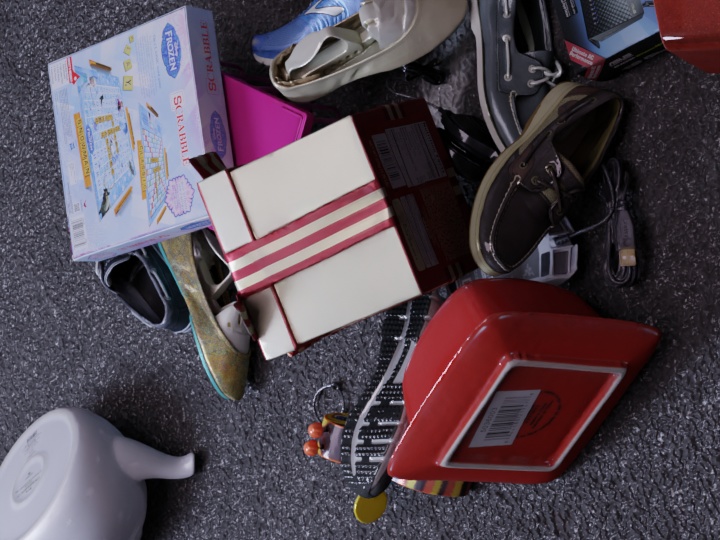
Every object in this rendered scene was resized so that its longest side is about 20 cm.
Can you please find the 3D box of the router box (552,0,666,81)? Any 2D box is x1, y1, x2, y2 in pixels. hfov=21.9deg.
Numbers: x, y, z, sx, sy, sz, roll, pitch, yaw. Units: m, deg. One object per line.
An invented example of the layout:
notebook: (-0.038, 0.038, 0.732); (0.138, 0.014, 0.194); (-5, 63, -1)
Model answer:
router box: (0.228, -0.282, 1.576); (0.149, 0.062, 0.202); (-25, 75, 35)

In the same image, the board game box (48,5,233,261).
board game box: (-0.210, -0.127, 1.783); (0.198, 0.041, 0.203); (-14, 81, 39)

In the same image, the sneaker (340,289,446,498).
sneaker: (0.047, 0.113, 1.662); (0.073, 0.080, 0.202); (6, 68, 50)

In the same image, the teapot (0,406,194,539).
teapot: (-0.295, 0.253, 1.956); (0.199, 0.146, 0.199); (1, 61, 55)

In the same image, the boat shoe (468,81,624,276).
boat shoe: (0.158, -0.082, 1.570); (0.064, 0.073, 0.201); (0, 53, 50)

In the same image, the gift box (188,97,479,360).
gift box: (-0.030, -0.039, 1.581); (0.185, 0.199, 0.186); (-23, 85, 28)

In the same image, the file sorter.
file sorter: (-0.101, -0.114, 1.802); (0.199, 0.125, 0.140); (27, 107, 36)

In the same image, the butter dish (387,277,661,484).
butter dish: (0.119, 0.074, 1.592); (0.201, 0.198, 0.149); (-59, 42, 33)

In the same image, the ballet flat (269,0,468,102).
ballet flat: (0.002, -0.208, 1.671); (0.199, 0.069, 0.070); (-26, 74, 24)

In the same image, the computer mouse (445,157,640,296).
computer mouse: (0.161, -0.019, 1.645); (0.199, 0.044, 0.111); (-20, 75, 35)

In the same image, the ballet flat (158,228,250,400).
ballet flat: (-0.146, 0.030, 1.882); (0.070, 0.070, 0.202); (-34, 69, 33)

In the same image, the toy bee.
toy bee: (0.002, 0.169, 1.732); (0.198, 0.108, 0.133); (-5, 87, 38)

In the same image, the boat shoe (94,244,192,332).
boat shoe: (-0.246, -0.005, 1.955); (0.200, 0.067, 0.072); (47, 117, 29)

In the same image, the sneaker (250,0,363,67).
sneaker: (-0.019, -0.242, 1.769); (0.198, 0.078, 0.090); (-13, 85, 30)

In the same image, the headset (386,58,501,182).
headset: (0.077, -0.099, 1.678); (0.123, 0.094, 0.202); (-27, 74, 27)

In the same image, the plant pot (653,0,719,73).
plant pot: (0.312, -0.244, 1.397); (0.175, 0.200, 0.202); (-14, 81, 24)

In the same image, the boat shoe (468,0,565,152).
boat shoe: (0.144, -0.179, 1.639); (0.061, 0.072, 0.202); (-23, 71, 40)
